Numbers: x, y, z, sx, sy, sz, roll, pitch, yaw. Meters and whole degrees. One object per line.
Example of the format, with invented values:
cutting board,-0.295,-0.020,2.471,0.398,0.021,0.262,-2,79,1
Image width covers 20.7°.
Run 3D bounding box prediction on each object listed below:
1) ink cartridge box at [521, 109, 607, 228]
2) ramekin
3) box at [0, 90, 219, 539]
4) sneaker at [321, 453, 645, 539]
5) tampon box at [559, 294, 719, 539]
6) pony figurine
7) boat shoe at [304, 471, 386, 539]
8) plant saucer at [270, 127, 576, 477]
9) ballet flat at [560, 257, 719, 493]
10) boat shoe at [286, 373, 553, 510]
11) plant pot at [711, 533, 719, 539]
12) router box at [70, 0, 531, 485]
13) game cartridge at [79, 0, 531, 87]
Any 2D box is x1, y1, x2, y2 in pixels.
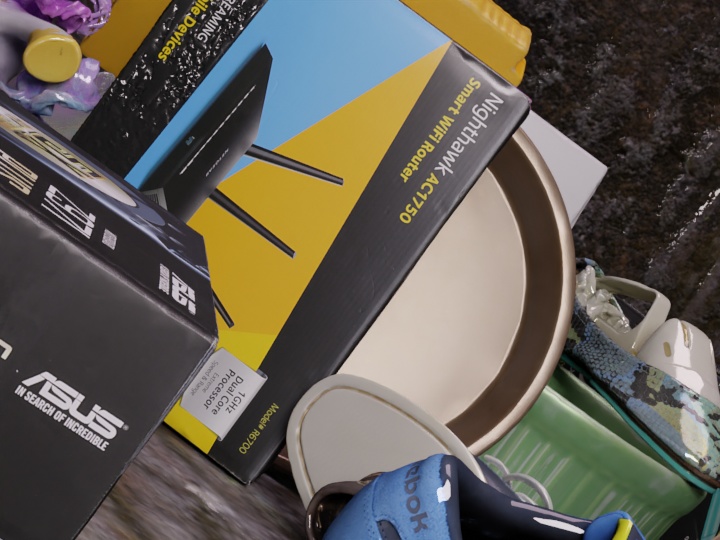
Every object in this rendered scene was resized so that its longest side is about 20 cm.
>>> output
ink cartridge box,0.008,-0.075,1.005,0.200,0.085,0.145,37,-6,-15
ramekin,0.078,0.096,1.058,0.200,0.098,0.200,36,5,-3
box,-0.136,-0.010,0.628,0.164,0.086,0.200,36,4,-10
sneaker,0.078,0.120,0.560,0.200,0.078,0.066,34,35,-14
tampon box,0.187,0.125,1.252,0.200,0.150,0.126,31,7,-48
pony figurine,-0.178,-0.112,0.912,0.192,0.167,0.200,0,23,-14
boat shoe,0.044,0.135,0.680,0.073,0.075,0.200,14,14,-40
plant saucer,0.000,0.000,0.902,0.200,0.200,0.029,36,-11,-5
ballet flat,0.151,0.046,1.063,0.074,0.074,0.200,33,6,-35
boat shoe,0.052,0.119,0.793,0.200,0.075,0.062,39,7,17
plant pot,0.194,0.171,0.685,0.201,0.201,0.093,34,24,-26
router box,-0.044,-0.034,0.836,0.149,0.200,0.051,36,4,4
game cartridge,-0.029,-0.125,1.092,0.200,0.176,0.032,36,35,-16
